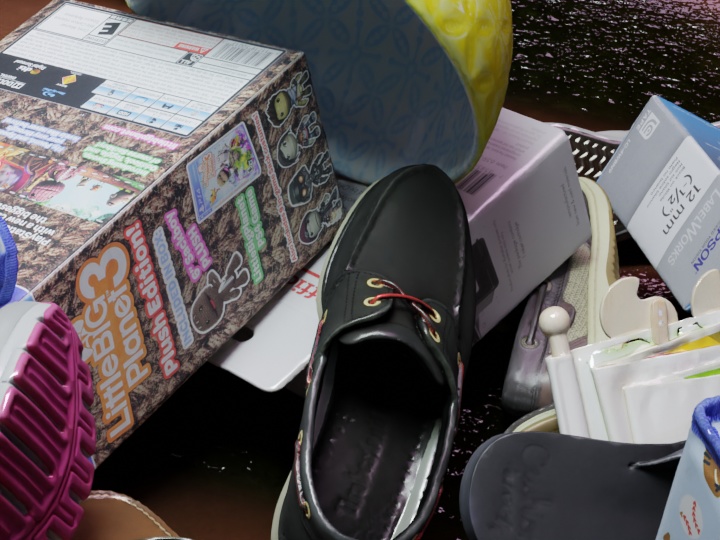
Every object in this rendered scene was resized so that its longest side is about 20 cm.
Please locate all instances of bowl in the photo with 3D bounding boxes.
[{"bbox_3d":[-0.005,-0.140,0.950,0.199,0.201,0.108,23,65,26],"label":"bowl"}]

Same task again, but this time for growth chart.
[{"bbox_3d":[0.175,0.072,0.922,0.198,0.146,0.018,-2,-6,-15],"label":"growth chart"}]

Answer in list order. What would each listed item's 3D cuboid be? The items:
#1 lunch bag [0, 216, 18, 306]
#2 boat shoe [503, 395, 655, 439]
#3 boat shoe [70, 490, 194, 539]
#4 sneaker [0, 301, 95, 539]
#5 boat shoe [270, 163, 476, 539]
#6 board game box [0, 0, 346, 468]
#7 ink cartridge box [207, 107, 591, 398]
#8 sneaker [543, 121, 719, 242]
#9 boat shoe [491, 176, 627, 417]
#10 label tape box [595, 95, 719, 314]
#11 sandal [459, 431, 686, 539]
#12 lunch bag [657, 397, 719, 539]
[{"bbox_3d":[-0.247,-0.022,0.776,0.199,0.125,0.170,29,26,23],"label":"lunch bag"},{"bbox_3d":[0.149,0.078,0.966,0.198,0.074,0.065,-3,14,-18],"label":"boat shoe"},{"bbox_3d":[-0.070,0.131,0.797,0.071,0.069,0.200,-8,31,-25],"label":"boat shoe"},{"bbox_3d":[-0.165,0.093,0.771,0.087,0.082,0.201,11,57,24],"label":"sneaker"},{"bbox_3d":[0.014,0.038,0.896,0.073,0.063,0.203,20,60,-9],"label":"boat shoe"},{"bbox_3d":[-0.132,-0.019,0.942,0.158,0.097,0.200,16,46,36],"label":"board game box"},{"bbox_3d":[0.000,0.000,1.010,0.200,0.067,0.115,-41,44,-25],"label":"ink cartridge box"},{"bbox_3d":[0.137,-0.044,1.207,0.198,0.074,0.085,-3,-5,-5],"label":"sneaker"},{"bbox_3d":[0.091,0.009,1.067,0.065,0.072,0.202,10,32,-8],"label":"boat shoe"},{"bbox_3d":[0.216,0.005,1.064,0.142,0.066,0.200,24,22,-26],"label":"label tape box"},{"bbox_3d":[0.141,0.098,0.881,0.198,0.077,0.043,-4,-5,-13],"label":"sandal"},{"bbox_3d":[0.207,0.129,0.752,0.198,0.171,0.124,-7,43,-22],"label":"lunch bag"}]
